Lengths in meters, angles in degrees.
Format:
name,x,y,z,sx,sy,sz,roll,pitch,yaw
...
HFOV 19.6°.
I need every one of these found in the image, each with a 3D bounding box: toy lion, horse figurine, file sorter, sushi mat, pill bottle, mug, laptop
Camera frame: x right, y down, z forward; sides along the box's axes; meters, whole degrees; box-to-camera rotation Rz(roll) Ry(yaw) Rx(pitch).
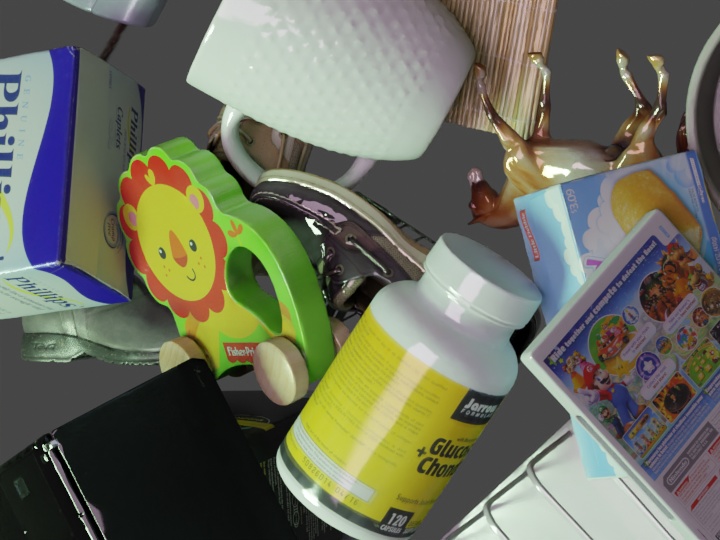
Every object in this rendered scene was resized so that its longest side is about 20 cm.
name,x,y,z,sx,sy,sz,roll,pitch,yaw
toy lion,-0.104,-0.004,1.525,0.200,0.069,0.192,-1,108,52
horse figurine,0.163,-0.091,1.495,0.200,0.050,0.133,-2,109,17
file sorter,0.147,0.203,1.507,0.139,0.125,0.200,48,112,10
sushi mat,0.099,-0.201,1.531,0.096,0.012,0.200,13,103,22
pill bottle,0.036,0.079,1.415,0.112,0.112,0.200,37,106,15
mug,-0.026,-0.139,1.507,0.175,0.148,0.200,27,113,-4
laptop,-0.158,0.185,1.479,0.200,0.103,0.177,-34,81,49

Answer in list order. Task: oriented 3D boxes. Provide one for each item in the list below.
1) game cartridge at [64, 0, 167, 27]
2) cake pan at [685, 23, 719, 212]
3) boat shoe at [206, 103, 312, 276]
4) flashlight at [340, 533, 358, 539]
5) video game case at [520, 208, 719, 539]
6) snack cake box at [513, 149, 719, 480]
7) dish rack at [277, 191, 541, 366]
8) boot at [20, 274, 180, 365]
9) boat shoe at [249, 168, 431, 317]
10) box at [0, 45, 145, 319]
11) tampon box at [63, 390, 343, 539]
name,x,y,z,sx,sy,sz,roll,pitch,yaw
game cartridge,-0.223,-0.285,1.648,0.200,0.040,0.133,36,113,15
cake pan,0.324,-0.105,1.423,0.200,0.037,0.200,2,98,16
boat shoe,-0.081,-0.094,1.586,0.072,0.065,0.200,8,98,38
flashlight,0.019,0.178,1.537,0.068,0.068,0.200,14,112,-16
video game case,0.215,0.079,1.362,0.200,0.143,0.018,47,158,-9
snack cake box,0.190,0.030,1.409,0.067,0.115,0.200,-17,88,63
dish rack,0.028,0.042,1.574,0.200,0.055,0.153,35,108,16
boot,-0.188,0.008,1.659,0.200,0.070,0.132,1,92,18
boat shoe,0.000,0.000,1.493,0.200,0.065,0.072,34,147,4
box,-0.281,-0.063,1.628,0.200,0.105,0.184,-8,69,24
tampon box,-0.108,0.165,1.570,0.150,0.200,0.126,-1,97,23
